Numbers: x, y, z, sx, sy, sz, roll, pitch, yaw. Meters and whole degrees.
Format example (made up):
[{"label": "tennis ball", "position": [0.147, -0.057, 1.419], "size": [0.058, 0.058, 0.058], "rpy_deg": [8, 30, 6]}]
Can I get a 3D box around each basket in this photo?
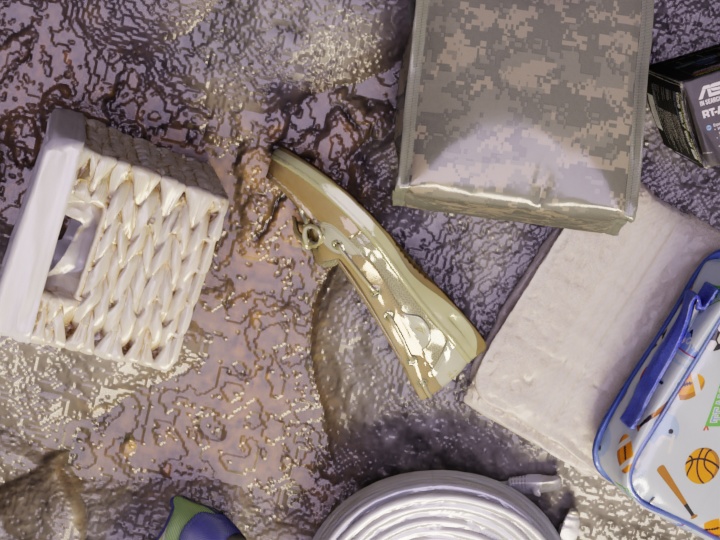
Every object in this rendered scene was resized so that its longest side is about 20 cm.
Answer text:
[{"label": "basket", "position": [-0.165, -0.020, 1.436], "size": [0.123, 0.200, 0.136], "rpy_deg": [18, 97, -9]}]

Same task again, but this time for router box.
[{"label": "router box", "position": [0.300, -0.130, 1.457], "size": [0.200, 0.150, 0.062], "rpy_deg": [-17, 99, 1]}]

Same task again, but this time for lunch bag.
[{"label": "lunch bag", "position": [0.109, -0.135, 1.463], "size": [0.164, 0.118, 0.200], "rpy_deg": [7, 86, 0]}, {"label": "lunch bag", "position": [0.259, 0.085, 1.506], "size": [0.160, 0.076, 0.200], "rpy_deg": [28, 94, -24]}]

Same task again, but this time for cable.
[{"label": "cable", "position": [0.055, 0.239, 1.540], "size": [0.200, 0.069, 0.200], "rpy_deg": [3, 98, -2]}]

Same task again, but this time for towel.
[{"label": "towel", "position": [0.171, 0.038, 1.535], "size": [0.132, 0.034, 0.200], "rpy_deg": [32, 95, -7]}]

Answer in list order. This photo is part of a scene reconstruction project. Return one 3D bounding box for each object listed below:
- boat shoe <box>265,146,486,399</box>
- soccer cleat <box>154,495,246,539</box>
[{"label": "boat shoe", "position": [0.000, 0.000, 1.507], "size": [0.063, 0.073, 0.201], "rpy_deg": [-44, 104, -1]}, {"label": "soccer cleat", "position": [-0.153, 0.249, 1.549], "size": [0.084, 0.065, 0.200], "rpy_deg": [38, 100, 23]}]
